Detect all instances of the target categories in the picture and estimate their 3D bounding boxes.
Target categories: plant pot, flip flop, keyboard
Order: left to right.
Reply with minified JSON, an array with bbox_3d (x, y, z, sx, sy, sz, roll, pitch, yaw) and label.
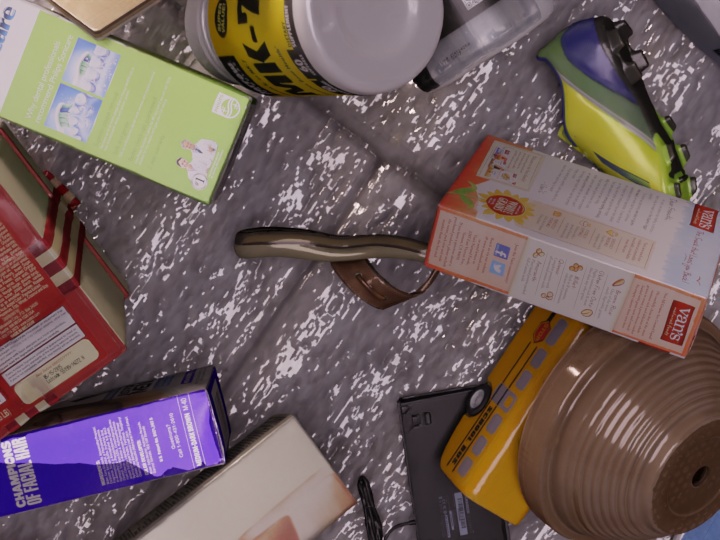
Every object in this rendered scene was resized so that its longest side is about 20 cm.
[{"bbox_3d":[0.000,0.000,1.067,0.199,0.081,0.058,5,91,1],"label":"flip flop"},{"bbox_3d":[0.056,0.200,1.119,0.126,0.021,0.201,-9,95,-8],"label":"keyboard"},{"bbox_3d":[0.223,0.130,1.035,0.200,0.093,0.202,-17,123,-29],"label":"plant pot"}]

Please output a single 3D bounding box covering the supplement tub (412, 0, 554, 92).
[{"bbox_3d":[0.045,-0.245,1.025,0.122,0.123,0.200,-32,97,1],"label":"supplement tub"}]

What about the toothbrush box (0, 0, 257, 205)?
[{"bbox_3d":[-0.182,-0.126,1.013,0.199,0.146,0.086,21,95,-4],"label":"toothbrush box"}]

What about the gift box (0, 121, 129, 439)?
[{"bbox_3d":[-0.277,0.028,1.005,0.184,0.187,0.201,-30,110,-1],"label":"gift box"}]

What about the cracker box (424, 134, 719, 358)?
[{"bbox_3d":[0.162,-0.022,1.019,0.199,0.134,0.058,20,123,12],"label":"cracker box"}]

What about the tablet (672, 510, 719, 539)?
[{"bbox_3d":[0.357,0.173,1.135,0.130,0.014,0.201,29,94,-5],"label":"tablet"}]

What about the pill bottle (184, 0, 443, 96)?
[{"bbox_3d":[-0.041,-0.180,0.978,0.114,0.200,0.115,-4,97,-31],"label":"pill bottle"}]

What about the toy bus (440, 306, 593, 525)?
[{"bbox_3d":[0.144,0.091,1.077,0.065,0.078,0.200,32,93,-22],"label":"toy bus"}]

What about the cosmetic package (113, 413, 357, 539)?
[{"bbox_3d":[-0.111,0.203,1.047,0.200,0.103,0.087,-37,93,-12],"label":"cosmetic package"}]

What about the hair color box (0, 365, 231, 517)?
[{"bbox_3d":[-0.203,0.131,1.055,0.199,0.109,0.065,-15,96,-2],"label":"hair color box"}]

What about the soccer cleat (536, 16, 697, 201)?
[{"bbox_3d":[0.203,-0.101,1.087,0.083,0.065,0.201,-19,102,29],"label":"soccer cleat"}]

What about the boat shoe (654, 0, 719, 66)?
[{"bbox_3d":[0.294,-0.199,1.074,0.200,0.074,0.065,42,87,-16],"label":"boat shoe"}]

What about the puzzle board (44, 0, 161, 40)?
[{"bbox_3d":[-0.158,-0.251,0.994,0.151,0.017,0.200,37,62,26],"label":"puzzle board"}]
